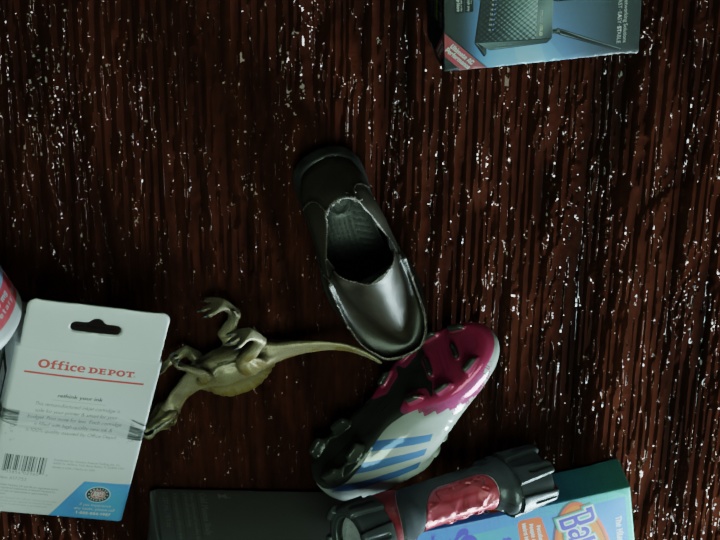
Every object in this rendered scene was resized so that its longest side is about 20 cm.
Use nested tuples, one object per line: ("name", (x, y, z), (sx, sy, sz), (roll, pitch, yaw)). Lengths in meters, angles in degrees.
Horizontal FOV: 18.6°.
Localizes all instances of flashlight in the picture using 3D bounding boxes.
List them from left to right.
("flashlight", (0.071, 0.196, 1.804), (0.200, 0.068, 0.068), (-13, 86, -29))

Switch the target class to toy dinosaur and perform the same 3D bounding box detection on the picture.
("toy dinosaur", (-0.093, 0.067, 1.755), (0.200, 0.058, 0.101), (-21, 142, 4))

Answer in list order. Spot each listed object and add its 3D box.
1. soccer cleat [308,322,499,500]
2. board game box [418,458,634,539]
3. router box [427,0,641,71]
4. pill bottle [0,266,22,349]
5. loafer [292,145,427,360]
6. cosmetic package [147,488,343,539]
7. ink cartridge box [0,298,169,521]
("soccer cleat", (0.047, 0.118, 1.808), (0.200, 0.070, 0.086), (-41, 136, 17))
("board game box", (0.139, 0.254, 1.917), (0.200, 0.045, 0.152), (-13, 123, -4))
("router box", (0.126, -0.247, 1.586), (0.150, 0.062, 0.200), (-7, 123, -8))
("pill bottle", (-0.341, -0.019, 1.610), (0.109, 0.109, 0.200), (-26, 124, 6))
("loafer", (0.000, 0.000, 1.712), (0.073, 0.071, 0.200), (-24, 123, 4))
("cosmetic package", (-0.074, 0.244, 1.833), (0.200, 0.107, 0.090), (-1, 123, -13))
("ink cartridge box", (-0.226, 0.094, 1.728), (0.116, 0.068, 0.200), (7, 120, -18))
